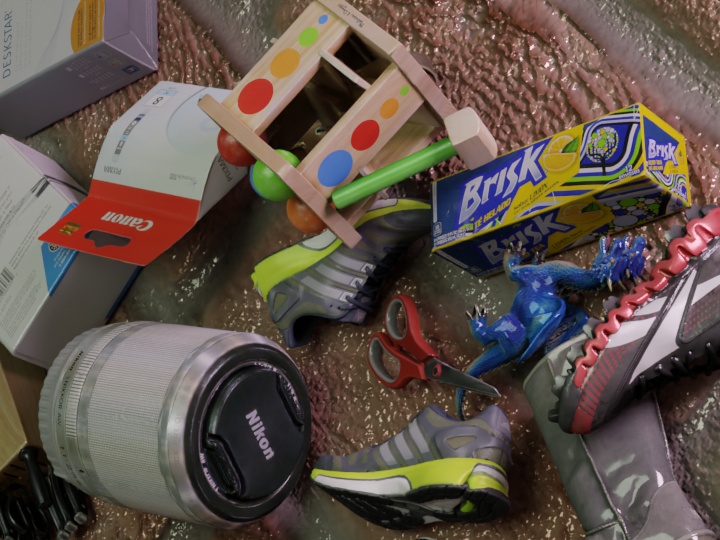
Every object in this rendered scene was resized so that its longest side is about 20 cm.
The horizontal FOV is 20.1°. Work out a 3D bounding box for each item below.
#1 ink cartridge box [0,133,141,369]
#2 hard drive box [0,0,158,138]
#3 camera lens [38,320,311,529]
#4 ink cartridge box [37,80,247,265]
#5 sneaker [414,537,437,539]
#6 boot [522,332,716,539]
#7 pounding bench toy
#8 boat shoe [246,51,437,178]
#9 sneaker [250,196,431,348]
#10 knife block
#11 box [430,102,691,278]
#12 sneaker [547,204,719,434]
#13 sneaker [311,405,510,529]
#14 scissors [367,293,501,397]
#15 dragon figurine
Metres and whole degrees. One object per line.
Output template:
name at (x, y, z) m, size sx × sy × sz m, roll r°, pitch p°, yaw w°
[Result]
ink cartridge box at (-0.314, -0.017, 1.953) m, size 0.147 × 0.086 × 0.200 m, roll -57°, pitch 45°, yaw 8°
hard drive box at (-0.300, -0.244, 2.041) m, size 0.199 × 0.077 × 0.157 m, roll -23°, pitch 58°, yaw 34°
camera lens at (-0.152, 0.126, 1.698) m, size 0.199 × 0.160 × 0.161 m, roll 5°, pitch 76°, yaw 43°
ink cartridge box at (-0.185, -0.092, 1.829) m, size 0.160 × 0.047 × 0.200 m, roll 13°, pitch 47°, yaw 43°
sneaker at (-0.006, 0.289, 1.534) m, size 0.073 × 0.112 × 0.201 m, roll 28°, pitch 92°, yaw 43°
boot at (0.157, 0.159, 1.470) m, size 0.181 × 0.073 × 0.201 m, roll -32°, pitch 60°, yaw 11°
pounding bench toy at (-0.007, -0.099, 1.595) m, size 0.156 × 0.124 × 0.200 m, roll -47°, pitch 50°, yaw -2°
boat shoe at (-0.018, -0.111, 1.736) m, size 0.200 × 0.072 × 0.068 m, roll -32°, pitch 53°, yaw 29°
sneaker at (0.000, 0.000, 1.688) m, size 0.200 × 0.074 × 0.081 m, roll -29°, pitch 70°, yaw 33°
knife block at (-0.309, 0.158, 1.893) m, size 0.175 × 0.064 × 0.201 m, roll 2°, pitch 74°, yaw 42°
box at (0.151, -0.059, 1.565) m, size 0.199 × 0.070 × 0.065 m, roll -20°, pitch 57°, yaw 34°
sneaker at (0.219, 0.049, 1.434) m, size 0.098 × 0.071 × 0.200 m, roll 39°, pitch 77°, yaw 19°
sneaker at (0.044, 0.150, 1.571) m, size 0.199 × 0.074 × 0.081 m, roll -7°, pitch 53°, yaw 43°
scissors at (0.056, 0.083, 1.595) m, size 0.200 × 0.014 × 0.073 m, roll 44°, pitch 117°, yaw 55°
dragon figurine at (0.137, 0.045, 1.542) m, size 0.099 × 0.059 × 0.201 m, roll 37°, pitch 98°, yaw 44°
